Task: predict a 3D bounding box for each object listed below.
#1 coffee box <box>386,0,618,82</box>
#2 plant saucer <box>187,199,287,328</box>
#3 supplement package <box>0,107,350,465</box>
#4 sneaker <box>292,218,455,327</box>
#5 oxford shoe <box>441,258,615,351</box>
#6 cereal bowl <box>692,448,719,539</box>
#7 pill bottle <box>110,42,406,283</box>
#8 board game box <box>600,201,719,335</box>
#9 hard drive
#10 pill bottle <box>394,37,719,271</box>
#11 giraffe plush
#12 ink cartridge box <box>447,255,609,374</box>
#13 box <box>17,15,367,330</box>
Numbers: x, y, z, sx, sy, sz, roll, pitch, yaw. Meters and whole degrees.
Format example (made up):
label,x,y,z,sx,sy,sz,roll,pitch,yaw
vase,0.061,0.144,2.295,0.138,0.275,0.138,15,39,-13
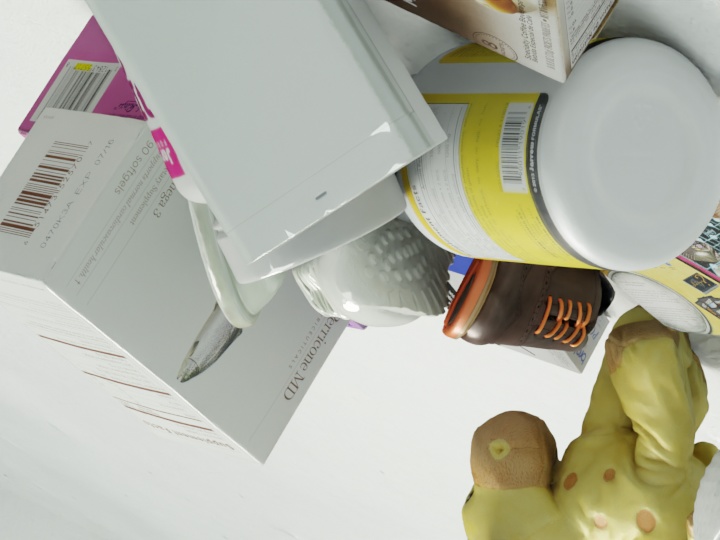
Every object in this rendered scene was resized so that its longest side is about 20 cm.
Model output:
label,x,y,z,sx,sy,sz,roll,pitch,yaw
coffee box,0.051,-0.172,1.098,0.114,0.080,0.200,28,165,16
plant saucer,-0.060,-0.071,1.455,0.050,0.201,0.200,-9,156,7
supplement package,-0.124,0.010,1.584,0.117,0.117,0.200,10,154,51
sneaker,0.000,0.000,1.454,0.077,0.080,0.200,64,-167,-4
oxford shoe,0.100,0.011,1.480,0.072,0.071,0.200,31,-162,10
cereal bowl,0.277,0.118,1.467,0.199,0.084,0.201,-7,141,-6
pill bottle,-0.059,-0.103,1.314,0.201,0.113,0.113,66,159,-5
board game box,0.190,-0.013,1.423,0.135,0.035,0.200,39,164,-25
hard drive,-0.059,-0.116,1.219,0.132,0.026,0.201,-31,90,40
pill bottle,0.084,-0.060,1.331,0.112,0.112,0.200,39,164,-27
giraffe plush,0.134,0.133,1.599,0.161,0.201,0.173,-13,153,12
ink cartridge box,0.075,-0.011,1.637,0.094,0.044,0.200,18,160,36
box,-0.086,-0.064,1.685,0.200,0.097,0.176,41,162,-33
